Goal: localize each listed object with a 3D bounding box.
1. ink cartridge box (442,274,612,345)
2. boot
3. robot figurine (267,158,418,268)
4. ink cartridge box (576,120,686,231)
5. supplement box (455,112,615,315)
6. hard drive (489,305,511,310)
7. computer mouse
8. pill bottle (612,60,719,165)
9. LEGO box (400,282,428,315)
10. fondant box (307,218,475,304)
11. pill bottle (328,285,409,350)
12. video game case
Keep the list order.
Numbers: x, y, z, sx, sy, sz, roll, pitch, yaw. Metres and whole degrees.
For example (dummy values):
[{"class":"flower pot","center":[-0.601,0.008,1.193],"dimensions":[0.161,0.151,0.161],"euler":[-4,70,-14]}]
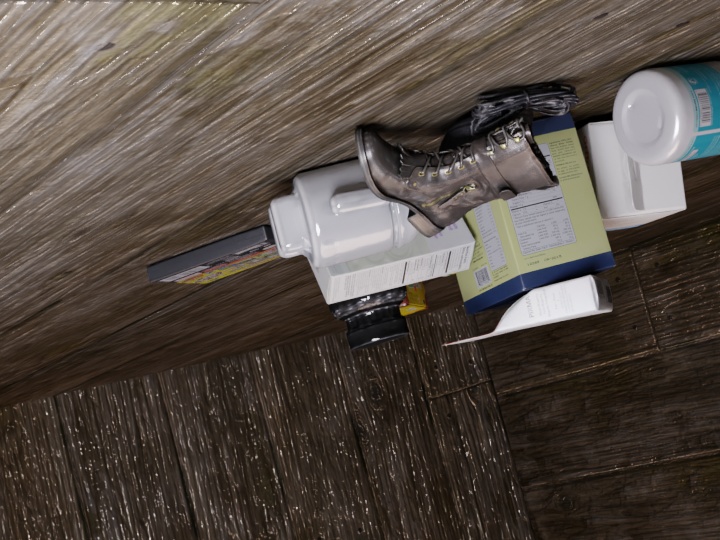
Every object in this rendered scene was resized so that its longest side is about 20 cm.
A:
[{"class":"ink cartridge box","center":[0.211,0.050,1.598],"dimensions":[0.197,0.058,0.162],"euler":[-9,176,17]},{"class":"boot","center":[0.105,-0.122,1.370],"dimensions":[0.172,0.070,0.200],"euler":[-24,141,25]},{"class":"robot figurine","center":[-0.008,-0.072,1.502],"dimensions":[0.197,0.115,0.170],"euler":[-15,179,-8]},{"class":"ink cartridge box","center":[0.347,-0.126,1.715],"dimensions":[0.123,0.131,0.200],"euler":[-7,176,-11]},{"class":"supplement box","center":[0.202,-0.069,1.638],"dimensions":[0.132,0.203,0.200],"euler":[-13,173,-18]},{"class":"hard drive","center":[0.194,-0.047,1.797],"dimensions":[0.033,0.203,0.139],"euler":[-18,173,29]},{"class":"computer mouse","center":[0.147,-0.160,1.446],"dimensions":[0.137,0.053,0.200],"euler":[-10,159,-27]},{"class":"pill bottle","center":[0.403,-0.189,1.507],"dimensions":[0.198,0.112,0.110],"euler":[-11,172,-34]},{"class":"LEGO box","center":[0.038,-0.005,2.013],"dimensions":[0.076,0.151,0.200],"euler":[-16,173,12]},{"class":"fondant box","center":[0.027,-0.049,1.621],"dimensions":[0.197,0.145,0.059],"euler":[-13,143,-18]},{"class":"pill bottle","center":[0.000,0.000,1.730],"dimensions":[0.110,0.203,0.112],"euler":[-15,173,-2]},{"class":"video game case","center":[-0.189,-0.022,1.880],"dimensions":[0.198,0.026,0.180],"euler":[-19,172,19]}]
